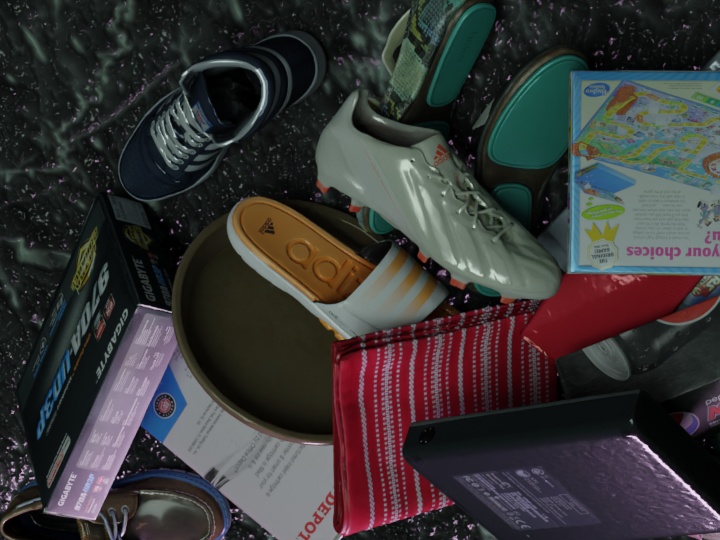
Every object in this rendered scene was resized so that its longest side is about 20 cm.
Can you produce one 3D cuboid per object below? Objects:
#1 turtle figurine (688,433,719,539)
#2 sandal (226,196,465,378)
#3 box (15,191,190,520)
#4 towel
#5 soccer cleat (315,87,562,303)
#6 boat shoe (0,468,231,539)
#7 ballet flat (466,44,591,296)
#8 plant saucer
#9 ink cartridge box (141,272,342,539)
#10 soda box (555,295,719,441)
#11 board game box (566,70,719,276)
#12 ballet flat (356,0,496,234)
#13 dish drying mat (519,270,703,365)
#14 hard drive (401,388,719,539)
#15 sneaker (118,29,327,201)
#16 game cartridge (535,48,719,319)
[{"bbox_3d":[0.248,0.146,1.341,0.199,0.100,0.151,10,100,28],"label":"turtle figurine"},{"bbox_3d":[-0.004,0.006,1.360,0.206,0.079,0.059,32,144,0],"label":"sandal"},{"bbox_3d":[-0.204,0.065,1.462,0.046,0.159,0.201,13,118,-28],"label":"box"},{"bbox_3d":[0.063,0.103,1.356,0.022,0.199,0.146,24,119,54],"label":"towel"},{"bbox_3d":[0.056,-0.050,1.293,0.199,0.069,0.078,33,118,15],"label":"soccer cleat"},{"bbox_3d":[-0.203,0.210,1.548,0.198,0.072,0.073,-5,105,23],"label":"boat shoe"},{"bbox_3d":[0.105,-0.079,1.336,0.067,0.069,0.201,8,118,-21],"label":"ballet flat"},{"bbox_3d":[-0.043,0.040,1.378,0.200,0.200,0.030,39,146,5],"label":"plant saucer"},{"bbox_3d":[-0.062,0.104,1.450,0.200,0.084,0.146,39,120,5],"label":"ink cartridge box"},{"bbox_3d":[0.240,0.067,1.296,0.199,0.071,0.063,-22,139,11],"label":"soda box"},{"bbox_3d":[0.236,-0.063,1.250,0.198,0.034,0.136,1,90,4],"label":"board game box"},{"bbox_3d":[0.035,-0.124,1.362,0.074,0.074,0.201,30,113,10],"label":"ballet flat"},{"bbox_3d":[0.197,-0.006,1.316,0.077,0.018,0.200,38,115,3],"label":"dish drying mat"},{"bbox_3d":[0.145,0.140,1.286,0.199,0.033,0.139,-12,136,43],"label":"hard drive"},{"bbox_3d":[-0.123,-0.107,1.396,0.199,0.108,0.070,-33,92,27],"label":"sneaker"},{"bbox_3d":[0.233,-0.042,1.320,0.133,0.041,0.200,46,117,7],"label":"game cartridge"}]
